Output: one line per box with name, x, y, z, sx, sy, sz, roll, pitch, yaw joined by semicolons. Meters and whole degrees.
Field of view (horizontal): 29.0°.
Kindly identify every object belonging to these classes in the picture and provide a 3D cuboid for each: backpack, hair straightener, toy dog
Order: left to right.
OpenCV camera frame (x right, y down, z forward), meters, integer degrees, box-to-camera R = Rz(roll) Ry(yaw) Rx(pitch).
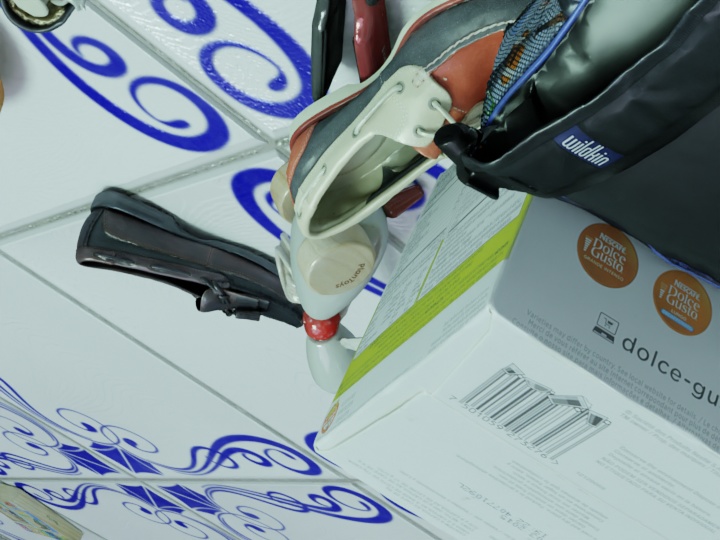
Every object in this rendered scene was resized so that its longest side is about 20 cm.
hair straightener;-0.027;-0.147;0.725;0.076;0.041;0.200;18;161;14
toy dog;0.000;0.000;0.953;0.095;0.133;0.200;-16;161;-8
backpack;0.159;-0.092;0.533;0.198;0.156;0.191;22;149;-12

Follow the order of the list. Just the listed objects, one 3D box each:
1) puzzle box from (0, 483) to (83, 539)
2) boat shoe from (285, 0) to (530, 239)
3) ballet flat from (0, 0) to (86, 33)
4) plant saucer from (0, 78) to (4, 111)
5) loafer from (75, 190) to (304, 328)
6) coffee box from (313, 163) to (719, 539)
puzzle box;-0.592;0.421;2.442;0.132;0.026;0.200;8;152;33
boat shoe;0.031;-0.082;0.733;0.071;0.063;0.199;24;142;-35
ballet flat;-0.157;-0.181;0.741;0.072;0.074;0.200;29;155;-15
plant saucer;-0.335;-0.168;0.969;0.198;0.038;0.201;20;157;9
loafer;-0.134;0.007;1.118;0.198;0.064;0.072;26;156;-6
coffee box;0.129;0.029;0.696;0.198;0.199;0.200;32;147;-8
